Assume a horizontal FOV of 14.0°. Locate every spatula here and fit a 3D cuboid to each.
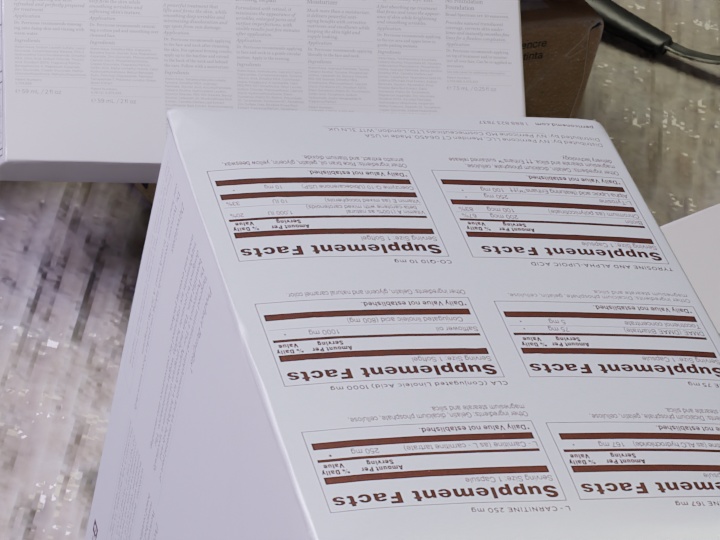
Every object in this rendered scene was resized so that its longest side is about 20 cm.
[{"bbox_3d":[0.154,-0.101,1.322,0.200,0.021,0.057,22,23,16],"label":"spatula"}]

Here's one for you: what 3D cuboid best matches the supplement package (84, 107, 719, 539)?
[{"bbox_3d":[0.016,0.087,0.860,0.147,0.191,0.200,0,38,-18],"label":"supplement package"}]

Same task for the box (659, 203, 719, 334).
[{"bbox_3d":[0.169,0.036,1.057,0.144,0.036,0.200,48,33,14],"label":"box"}]

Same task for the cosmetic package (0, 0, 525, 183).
[{"bbox_3d":[-0.040,-0.074,1.089,0.200,0.083,0.051,1,-6,-19],"label":"cosmetic package"}]

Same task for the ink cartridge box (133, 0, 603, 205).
[{"bbox_3d":[-0.027,-0.109,1.226,0.200,0.075,0.165,-10,42,-30],"label":"ink cartridge box"}]
